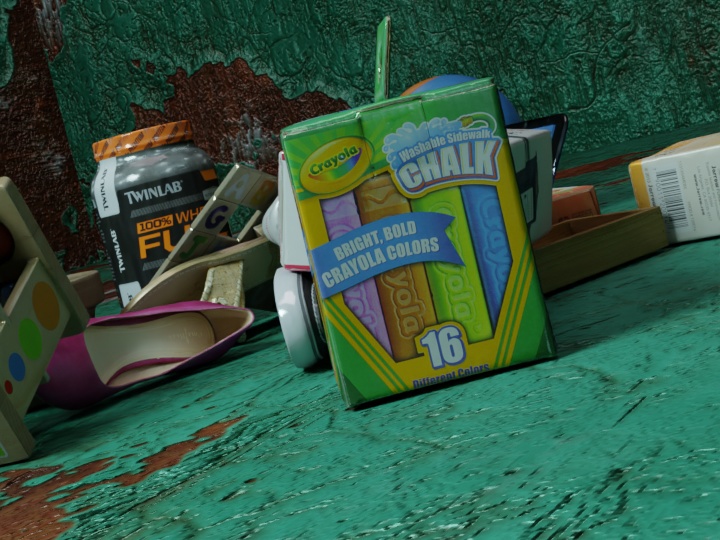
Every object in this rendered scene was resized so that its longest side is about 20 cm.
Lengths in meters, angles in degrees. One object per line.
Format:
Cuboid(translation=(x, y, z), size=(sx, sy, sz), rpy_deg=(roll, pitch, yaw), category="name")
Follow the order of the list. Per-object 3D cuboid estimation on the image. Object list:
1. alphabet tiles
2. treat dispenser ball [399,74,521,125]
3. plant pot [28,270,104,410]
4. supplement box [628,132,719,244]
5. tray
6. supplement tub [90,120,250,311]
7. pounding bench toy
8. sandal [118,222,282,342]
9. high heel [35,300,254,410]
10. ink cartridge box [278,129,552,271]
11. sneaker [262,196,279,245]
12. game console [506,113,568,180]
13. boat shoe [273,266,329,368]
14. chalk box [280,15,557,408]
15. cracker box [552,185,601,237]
Cuboid(translation=(-0.099, -0.010, 1.185), size=(0.167, 0.008, 0.200), rpy_deg=(-52, -28, 14), category="alphabet tiles")
Cuboid(translation=(0.122, -0.159, 1.778), size=(0.200, 0.202, 0.201), rpy_deg=(-14, 5, 1), category="treat dispenser ball")
Cuboid(translation=(-0.297, 0.068, 1.079), size=(0.200, 0.093, 0.201), rpy_deg=(-15, 6, 2), category="plant pot")
Cuboid(translation=(0.330, -0.080, 1.051), size=(0.199, 0.074, 0.126), rpy_deg=(-10, 7, 34), category="supplement box")
Cuboid(translation=(0.132, -0.005, 1.013), size=(0.199, 0.037, 0.098), rpy_deg=(-17, 6, -38), category="tray")
Cuboid(translation=(-0.185, -0.035, 1.276), size=(0.122, 0.201, 0.123), rpy_deg=(-15, 5, 1), category="supplement tub")
Cuboid(translation=(-0.306, 0.043, 0.878), size=(0.199, 0.125, 0.156), rpy_deg=(-13, 32, 16), category="pounding bench toy")
Cuboid(translation=(-0.110, 0.026, 1.132), size=(0.211, 0.070, 0.078), rpy_deg=(-33, -32, -22), category="sandal")
Cuboid(translation=(-0.163, 0.056, 0.996), size=(0.096, 0.068, 0.200), rpy_deg=(-23, -12, 25), category="high heel")
Cuboid(translation=(0.046, -0.053, 0.949), size=(0.144, 0.085, 0.200), rpy_deg=(3, 11, 20), category="ink cartridge box")
Cuboid(translation=(0.003, -0.067, 1.134), size=(0.199, 0.078, 0.099), rpy_deg=(-14, 9, -21), category="sneaker")
Cuboid(translation=(0.133, -0.096, 1.525), size=(0.170, 0.119, 0.200), rpy_deg=(-16, 5, -19), category="game console")
Cuboid(translation=(-0.013, 0.025, 0.951), size=(0.066, 0.070, 0.200), rpy_deg=(-15, -3, 8), category="boat shoe")
Cuboid(translation=(0.023, -0.041, 0.767), size=(0.123, 0.201, 0.125), rpy_deg=(-14, 5, -2), category="chalk box")
Cuboid(translation=(0.118, -0.031, 1.200), size=(0.133, 0.058, 0.200), rpy_deg=(-16, 6, -13), category="cracker box")
